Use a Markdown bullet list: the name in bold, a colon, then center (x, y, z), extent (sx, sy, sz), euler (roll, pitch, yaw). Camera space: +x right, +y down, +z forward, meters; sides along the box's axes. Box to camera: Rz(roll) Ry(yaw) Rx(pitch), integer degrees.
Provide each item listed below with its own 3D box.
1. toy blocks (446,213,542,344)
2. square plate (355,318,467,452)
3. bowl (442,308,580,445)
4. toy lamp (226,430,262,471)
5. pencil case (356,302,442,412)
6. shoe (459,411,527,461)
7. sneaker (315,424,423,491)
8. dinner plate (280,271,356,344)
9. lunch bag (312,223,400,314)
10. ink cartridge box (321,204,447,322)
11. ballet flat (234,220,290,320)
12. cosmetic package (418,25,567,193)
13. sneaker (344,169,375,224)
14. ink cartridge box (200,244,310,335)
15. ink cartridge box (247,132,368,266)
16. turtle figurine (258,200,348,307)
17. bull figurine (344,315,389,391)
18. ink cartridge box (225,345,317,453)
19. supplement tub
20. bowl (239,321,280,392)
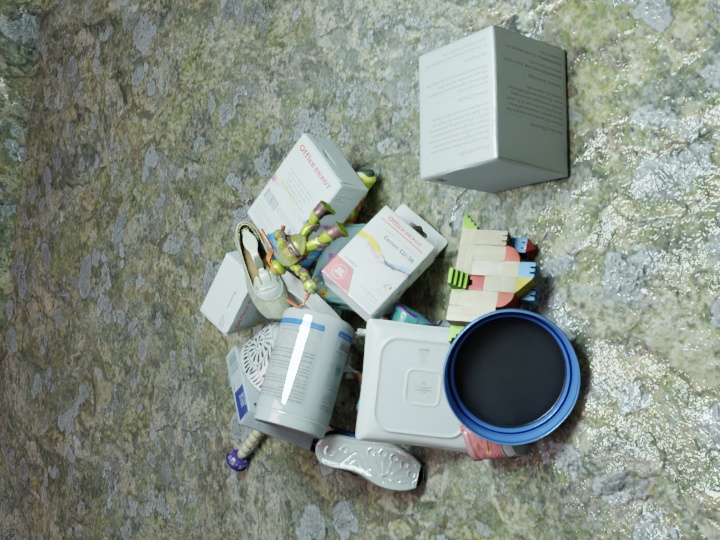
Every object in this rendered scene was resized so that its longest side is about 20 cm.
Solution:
- **toy blocks**: center (0.214, 0.018, 1.475), extent (0.135, 0.100, 0.202), euler (3, 69, 24)
- **square plate**: center (0.099, 0.187, 1.557), extent (0.028, 0.198, 0.200), euler (-34, -50, -88)
- **bowl**: center (0.220, 0.154, 1.415), extent (0.039, 0.199, 0.203), euler (-62, -14, -80)
- **toy lamp**: center (-0.218, 0.340, 2.016), extent (0.200, 0.058, 0.058), euler (-53, 49, 32)
- **pencil case**: center (0.062, 0.161, 1.620), extent (0.085, 0.092, 0.202), euler (21, 92, 23)
- **shoe**: center (0.195, 0.196, 1.506), extent (0.091, 0.071, 0.202), euler (-18, 76, 39)
- **sneaker**: center (0.018, 0.332, 1.716), extent (0.198, 0.146, 0.081), euler (14, 85, 7)
- **dinner plate**: center (-0.087, 0.074, 1.794), extent (0.024, 0.201, 0.200), euler (-45, 41, -11)
- **lunch bag**: center (0.000, 0.000, 1.737), extent (0.199, 0.077, 0.162), euler (5, 70, 51)
- **ink cartridge box**: center (0.044, -0.023, 1.618), extent (0.116, 0.068, 0.200), euler (40, 77, 15)
- **ballet flat**: center (-0.185, 0.000, 1.759), extent (0.062, 0.067, 0.201), euler (92, 152, -69)
- **cosmetic package**: center (0.202, -0.238, 1.478), extent (0.167, 0.165, 0.202), euler (-9, 78, 50)
- **sneaker**: center (-0.026, -0.119, 1.828), extent (0.200, 0.078, 0.091), euler (-42, 65, 45)
- **ink cartridge box**: center (-0.204, 0.031, 1.909), extent (0.083, 0.199, 0.146), euler (38, 116, 21)
- **ink cartridge box**: center (-0.097, -0.127, 1.765), extent (0.200, 0.084, 0.145), euler (-51, 57, 26)
- **turtle figurine**: center (-0.107, -0.047, 1.666), extent (0.161, 0.064, 0.201), euler (-42, 48, 13)
- **bull figurine**: center (0.032, 0.175, 1.706), extent (0.121, 0.065, 0.202), euler (23, 96, 19)
- **ink cartridge box**: center (-0.149, 0.244, 1.801), extent (0.041, 0.199, 0.200), euler (-52, 31, 17)
- **supplement tub**: center (-0.096, 0.176, 1.660), extent (0.131, 0.131, 0.202), euler (1, 69, 51)
- **bowl**: center (-0.116, 0.153, 1.791), extent (0.201, 0.199, 0.095), euler (56, 131, 38)
